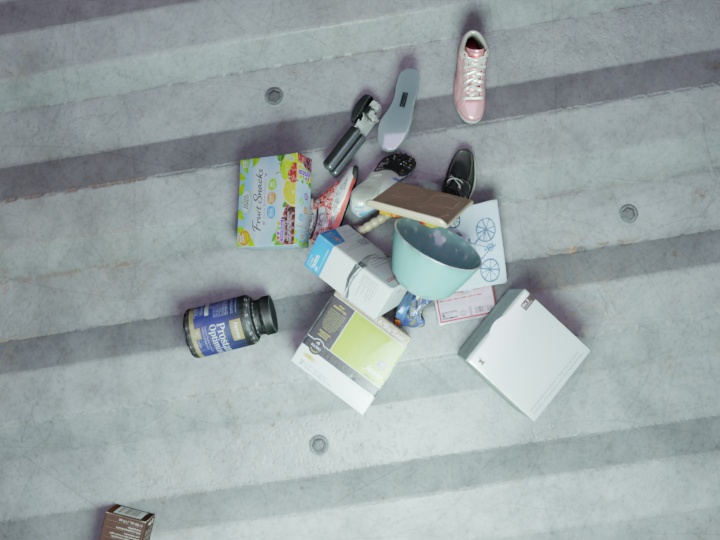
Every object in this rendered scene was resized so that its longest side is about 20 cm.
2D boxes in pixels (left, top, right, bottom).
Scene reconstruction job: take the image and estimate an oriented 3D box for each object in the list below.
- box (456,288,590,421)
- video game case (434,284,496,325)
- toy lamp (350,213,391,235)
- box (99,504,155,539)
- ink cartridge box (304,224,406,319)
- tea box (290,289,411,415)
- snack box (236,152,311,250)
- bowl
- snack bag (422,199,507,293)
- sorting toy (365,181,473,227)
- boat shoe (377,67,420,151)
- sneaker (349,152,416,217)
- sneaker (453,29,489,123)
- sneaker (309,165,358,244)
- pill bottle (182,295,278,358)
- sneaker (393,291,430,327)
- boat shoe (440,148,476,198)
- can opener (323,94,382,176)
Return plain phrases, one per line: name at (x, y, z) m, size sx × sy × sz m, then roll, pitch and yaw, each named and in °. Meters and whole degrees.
box at (0.349, 0.178, 1.533) m, size 0.199 × 0.131 × 0.200 m, roll 41°, pitch 88°, yaw -1°
video game case at (0.229, 0.013, 1.618) m, size 0.139 × 0.017 × 0.206 m, roll -10°, pitch 85°, yaw 2°
toy lamp at (0.058, -0.128, 1.619) m, size 0.197 × 0.058 × 0.059 m, roll -29°, pitch 84°, yaw 0°
box at (-0.536, 0.641, 1.574) m, size 0.097 × 0.075 × 0.206 m, roll 12°, pitch 87°, yaw 3°
ink cartridge box at (0.000, 0.000, 1.515) m, size 0.198 × 0.144 × 0.085 m, roll 37°, pitch 113°, yaw 15°
tea box at (-0.017, 0.173, 1.557) m, size 0.198 × 0.134 × 0.199 m, roll 35°, pitch 88°, yaw 5°
snack box at (-0.196, -0.151, 1.596) m, size 0.165 × 0.067 × 0.206 m, roll 0°, pitch 84°, yaw 31°
bowl at (0.141, -0.015, 1.459) m, size 0.197 × 0.201 × 0.107 m, roll 28°, pitch 116°, yaw 4°
snack bag at (0.228, -0.046, 1.569) m, size 0.194 × 0.021 × 0.194 m, roll -12°, pitch 100°, yaw -13°
sorting toy at (0.127, -0.136, 1.491) m, size 0.181 × 0.199 × 0.037 m, roll 17°, pitch 114°, yaw 21°
boat shoe at (0.090, -0.363, 1.631) m, size 0.072 × 0.068 × 0.205 m, roll 12°, pitch 80°, yaw 8°
sneaker at (0.049, -0.199, 1.619) m, size 0.199 × 0.073 × 0.072 m, roll -41°, pitch 74°, yaw -20°
sneaker at (0.254, -0.448, 1.613) m, size 0.073 × 0.105 × 0.207 m, roll -1°, pitch 86°, yaw 1°
sneaker at (-0.080, -0.160, 1.622) m, size 0.105 × 0.067 × 0.206 m, roll 20°, pitch 89°, yaw 2°
pill bottle at (-0.289, 0.120, 1.586) m, size 0.194 × 0.112 × 0.115 m, roll -14°, pitch 85°, yaw 2°
sneaker at (0.140, 0.036, 1.593) m, size 0.077 × 0.075 × 0.205 m, roll 19°, pitch 98°, yaw 4°
boat shoe at (0.219, -0.185, 1.606) m, size 0.070 × 0.068 × 0.205 m, roll 15°, pitch 80°, yaw 16°
can opener at (-0.019, -0.314, 1.647) m, size 0.066 × 0.053 × 0.202 m, roll 31°, pitch 85°, yaw 39°
